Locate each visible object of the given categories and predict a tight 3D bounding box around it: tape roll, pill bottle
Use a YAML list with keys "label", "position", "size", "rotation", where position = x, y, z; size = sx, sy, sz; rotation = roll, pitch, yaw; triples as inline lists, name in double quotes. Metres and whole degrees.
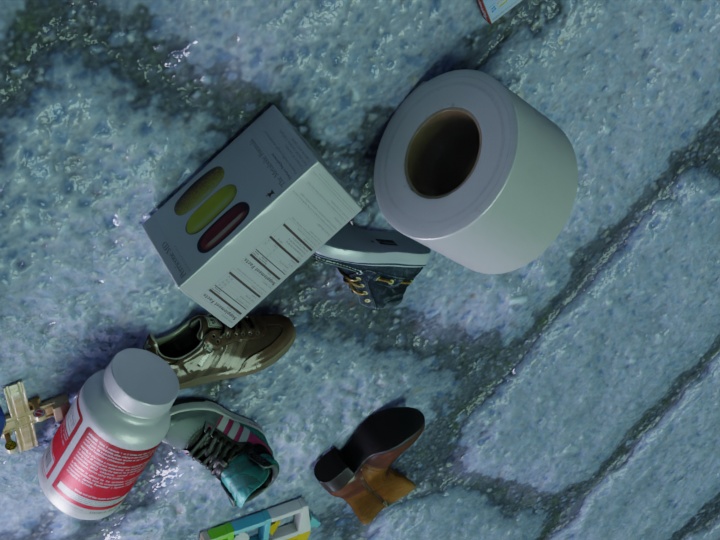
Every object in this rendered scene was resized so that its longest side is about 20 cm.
- label: "tape roll"
  position: [0.132, -0.112, 1.415]
  size: [0.138, 0.203, 0.203]
  rotation: [23, 112, -48]
- label: "pill bottle"
  position: [-0.290, 0.188, 1.426]
  size: [0.111, 0.113, 0.201]
  rotation: [5, 133, -40]

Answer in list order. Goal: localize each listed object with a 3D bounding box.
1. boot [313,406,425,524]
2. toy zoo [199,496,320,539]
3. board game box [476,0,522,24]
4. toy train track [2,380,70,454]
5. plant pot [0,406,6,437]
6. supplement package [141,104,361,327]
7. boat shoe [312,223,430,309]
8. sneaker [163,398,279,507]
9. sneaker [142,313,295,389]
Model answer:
- label: "boot"
  position: [0.045, 0.301, 1.845]
  size: [0.188, 0.069, 0.200]
  rotation: [-39, 142, 0]
- label: "toy zoo"
  position: [-0.149, 0.408, 1.835]
  size: [0.198, 0.021, 0.133]
  rotation: [-14, 135, -27]
- label: "board game box"
  position: [0.206, -0.372, 1.366]
  size: [0.199, 0.019, 0.103]
  rotation: [-37, 142, -2]
- label: "toy train track"
  position: [-0.427, 0.194, 1.409]
  size: [0.198, 0.033, 0.116]
  rotation: [-20, 137, -20]
- label: "plant pot"
  position: [-0.473, 0.163, 1.222]
  size: [0.178, 0.200, 0.202]
  rotation: [-4, 129, -42]
- label: "supplement package"
  position: [-0.119, -0.057, 1.341]
  size: [0.200, 0.114, 0.110]
  rotation: [-42, 142, 4]
- label: "boat shoe"
  position: [0.000, 0.000, 1.519]
  size: [0.198, 0.071, 0.092]
  rotation: [6, 120, -43]
- label: "sneaker"
  position: [-0.176, 0.243, 1.578]
  size: [0.084, 0.121, 0.199]
  rotation: [-49, 139, 14]
- label: "sneaker"
  position: [-0.167, 0.086, 1.475]
  size: [0.198, 0.071, 0.076]
  rotation: [-20, 137, -22]
